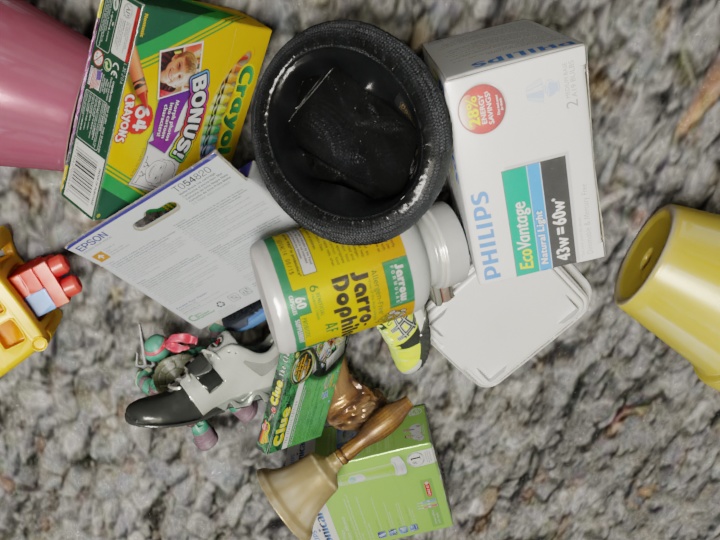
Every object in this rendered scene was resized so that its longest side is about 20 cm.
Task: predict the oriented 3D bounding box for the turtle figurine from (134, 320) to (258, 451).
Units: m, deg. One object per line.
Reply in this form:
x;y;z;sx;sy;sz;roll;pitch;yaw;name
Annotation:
-0.217;0.128;0.849;0.148;0.101;0.201;-24;119;9;turtle figurine

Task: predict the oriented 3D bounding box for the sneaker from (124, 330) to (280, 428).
-0.169;0.116;0.771;0.198;0.074;0.090;-13;102;-31;sneaker

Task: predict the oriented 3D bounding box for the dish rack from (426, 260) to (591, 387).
0.175;0.050;0.849;0.200;0.044;0.171;-42;110;17;dish rack

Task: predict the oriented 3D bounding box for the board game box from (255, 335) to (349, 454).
-0.056;0.105;0.781;0.023;0.104;0.203;22;101;29;board game box

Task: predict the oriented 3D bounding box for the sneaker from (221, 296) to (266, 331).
-0.071;0.016;0.806;0.199;0.066;0.079;-38;133;5;sneaker

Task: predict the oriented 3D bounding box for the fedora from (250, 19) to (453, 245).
-0.001;-0.122;0.628;0.198;0.091;0.204;2;95;23;fedora

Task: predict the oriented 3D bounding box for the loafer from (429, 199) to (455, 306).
0.082;-0.057;0.781;0.062;0.072;0.202;-21;108;-5;loafer

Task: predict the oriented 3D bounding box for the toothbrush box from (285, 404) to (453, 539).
0.012;0.285;0.930;0.197;0.086;0.147;-16;114;5;toothbrush box

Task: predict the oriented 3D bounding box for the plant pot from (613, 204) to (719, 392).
0.402;0.023;0.772;0.187;0.201;0.203;26;113;5;plant pot

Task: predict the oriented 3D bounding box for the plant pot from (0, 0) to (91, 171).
-0.351;-0.182;0.647;0.177;0.201;0.202;15;114;-17;plant pot

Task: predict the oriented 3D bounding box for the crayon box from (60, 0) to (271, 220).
-0.186;-0.158;0.671;0.058;0.172;0.202;33;115;22;crayon box

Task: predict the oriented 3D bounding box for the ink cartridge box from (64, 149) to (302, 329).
-0.157;-0.031;0.704;0.198;0.041;0.200;-25;141;19;ink cartridge box

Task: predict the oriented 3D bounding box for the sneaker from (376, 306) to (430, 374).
0.034;0.043;0.806;0.076;0.075;0.202;-23;126;-18;sneaker

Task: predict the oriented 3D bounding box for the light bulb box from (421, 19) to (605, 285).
0.144;-0.126;0.678;0.123;0.201;0.201;-13;116;5;light bulb box

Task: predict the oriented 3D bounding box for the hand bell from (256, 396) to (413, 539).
-0.018;0.221;0.833;0.199;0.104;0.105;-39;112;-5;hand bell

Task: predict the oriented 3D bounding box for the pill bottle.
0.000;0.000;0.669;0.197;0.113;0.114;-17;116;-12;pill bottle

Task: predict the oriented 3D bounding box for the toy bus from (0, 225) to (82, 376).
-0.427;0.018;0.778;0.190;0.136;0.202;-29;111;-2;toy bus

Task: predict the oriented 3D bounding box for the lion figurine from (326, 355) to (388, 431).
-0.040;0.125;0.860;0.121;0.073;0.202;-13;116;8;lion figurine
